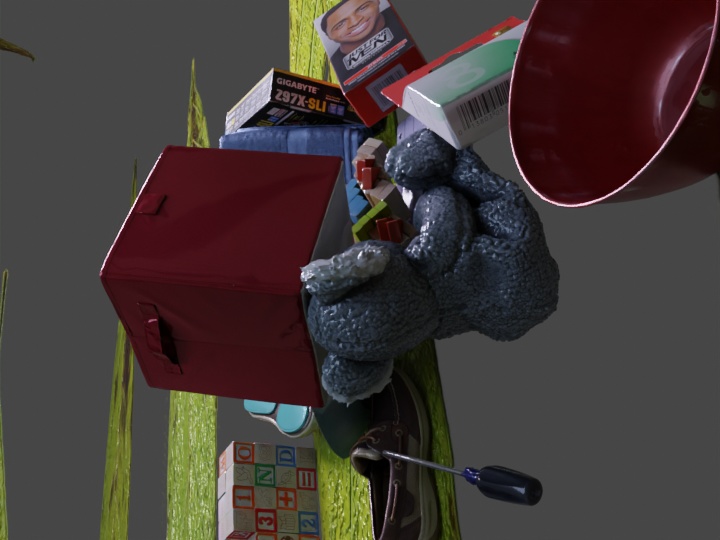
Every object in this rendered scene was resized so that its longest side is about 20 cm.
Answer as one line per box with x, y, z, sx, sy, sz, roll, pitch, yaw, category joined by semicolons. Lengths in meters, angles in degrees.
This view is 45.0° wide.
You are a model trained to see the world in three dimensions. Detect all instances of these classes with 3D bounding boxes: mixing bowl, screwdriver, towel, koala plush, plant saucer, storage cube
0.200;-0.131;0.581;0.200;0.108;0.201;-170;90;-67;mixing bowl
0.085;0.176;0.776;0.200;0.029;0.028;4;119;58;screwdriver
-0.080;-0.130;1.119;0.049;0.199;0.112;-36;-55;-69;towel
0.041;0.010;0.724;0.184;0.199;0.178;40;146;39;koala plush
-0.020;0.105;0.962;0.201;0.039;0.202;-14;-90;-78;plant saucer
-0.109;0.002;0.822;0.171;0.179;0.201;83;-162;-47;storage cube

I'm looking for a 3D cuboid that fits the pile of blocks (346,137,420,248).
0.008;-0.074;0.920;0.082;0.062;0.200;-26;42;8;pile of blocks

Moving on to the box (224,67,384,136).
-0.079;-0.202;1.169;0.200;0.159;0.050;164;115;-65;box

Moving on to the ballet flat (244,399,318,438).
-0.089;0.183;1.152;0.200;0.069;0.070;8;88;61;ballet flat

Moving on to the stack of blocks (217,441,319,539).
-0.115;0.323;1.088;0.059;0.115;0.201;-50;38;48;stack of blocks

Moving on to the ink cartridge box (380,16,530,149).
0.109;-0.188;0.765;0.050;0.160;0.200;63;175;-33;ink cartridge box

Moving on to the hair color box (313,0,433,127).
0.013;-0.271;1.063;0.101;0.061;0.200;-33;40;11;hair color box

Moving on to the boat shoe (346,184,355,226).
0.000;0.000;0.971;0.069;0.070;0.201;98;169;-56;boat shoe

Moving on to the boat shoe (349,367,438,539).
0.026;0.186;0.882;0.072;0.072;0.201;-51;36;47;boat shoe

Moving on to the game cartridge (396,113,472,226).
0.076;-0.090;0.937;0.130;0.038;0.201;143;132;-63;game cartridge
